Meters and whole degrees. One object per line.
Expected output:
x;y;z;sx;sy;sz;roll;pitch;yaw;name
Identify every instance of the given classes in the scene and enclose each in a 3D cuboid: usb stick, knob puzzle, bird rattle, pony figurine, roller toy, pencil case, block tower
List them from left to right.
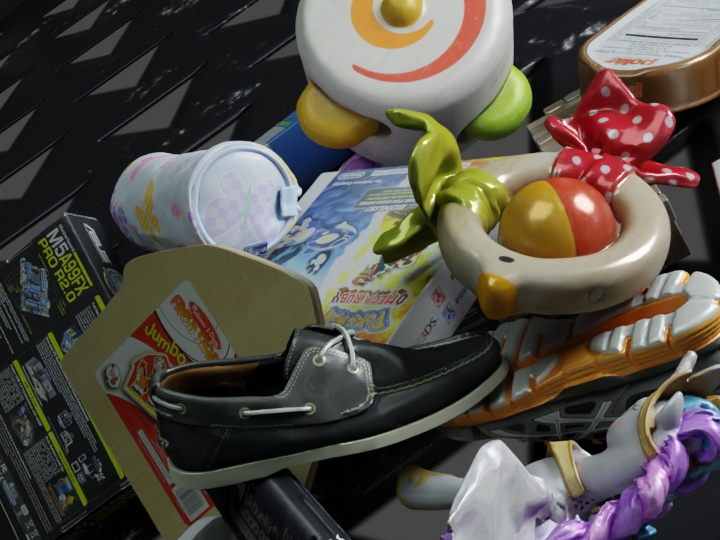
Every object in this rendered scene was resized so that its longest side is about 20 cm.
-0.122;-0.053;0.918;0.090;0.084;0.200;-19;11;-27;pencil case
-0.090;0.071;0.781;0.219;0.221;0.030;-16;-3;31;knob puzzle
-0.049;0.135;0.665;0.200;0.032;0.056;-151;74;-66;usb stick
0.037;-0.194;1.032;0.199;0.140;0.184;-11;70;3;roller toy
0.082;0.134;0.566;0.200;0.167;0.193;-34;19;39;pony figurine
0.109;-0.030;0.692;0.199;0.113;0.163;-4;39;-14;bird rattle
0.171;-0.060;0.851;0.054;0.058;0.200;-29;27;10;block tower

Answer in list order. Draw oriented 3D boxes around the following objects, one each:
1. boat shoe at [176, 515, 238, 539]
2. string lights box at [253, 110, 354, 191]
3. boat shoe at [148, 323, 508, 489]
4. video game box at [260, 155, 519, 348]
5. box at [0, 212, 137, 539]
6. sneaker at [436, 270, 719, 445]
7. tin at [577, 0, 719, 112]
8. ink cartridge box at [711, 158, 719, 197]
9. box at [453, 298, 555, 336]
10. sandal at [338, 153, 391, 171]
-0.130;0.232;0.708;0.065;0.072;0.201;-6;47;35;boat shoe
-0.022;-0.144;1.156;0.200;0.059;0.103;-37;13;-6;string lights box
-0.017;0.063;0.665;0.199;0.068;0.072;-14;16;-1;boat shoe
0.000;0.000;0.824;0.199;0.047;0.183;-1;45;46;video game box
-0.221;0.085;0.896;0.160;0.201;0.044;-36;-17;15;box
0.125;0.068;0.683;0.199;0.077;0.078;-19;30;38;sneaker
0.243;-0.174;0.913;0.112;0.042;0.200;10;37;42;tin
0.314;-0.058;0.700;0.199;0.050;0.109;-23;30;22;ink cartridge box
0.035;0.016;0.871;0.199;0.044;0.161;-28;28;13;box
-0.028;-0.047;1.046;0.082;0.050;0.203;-17;33;30;sandal
